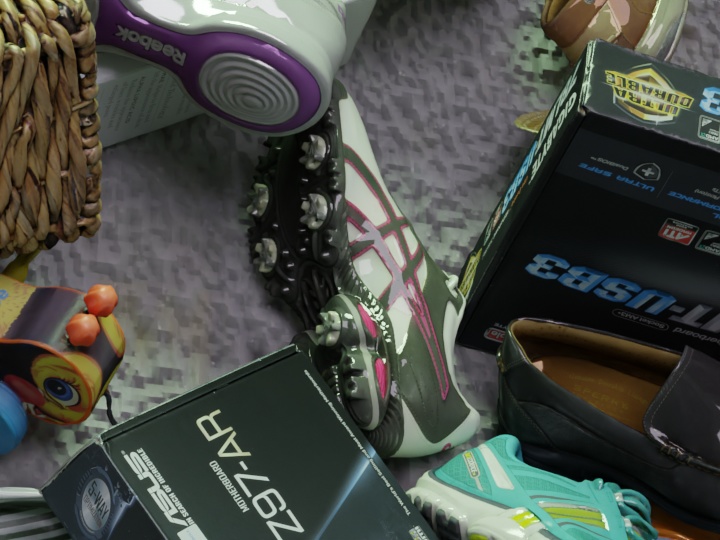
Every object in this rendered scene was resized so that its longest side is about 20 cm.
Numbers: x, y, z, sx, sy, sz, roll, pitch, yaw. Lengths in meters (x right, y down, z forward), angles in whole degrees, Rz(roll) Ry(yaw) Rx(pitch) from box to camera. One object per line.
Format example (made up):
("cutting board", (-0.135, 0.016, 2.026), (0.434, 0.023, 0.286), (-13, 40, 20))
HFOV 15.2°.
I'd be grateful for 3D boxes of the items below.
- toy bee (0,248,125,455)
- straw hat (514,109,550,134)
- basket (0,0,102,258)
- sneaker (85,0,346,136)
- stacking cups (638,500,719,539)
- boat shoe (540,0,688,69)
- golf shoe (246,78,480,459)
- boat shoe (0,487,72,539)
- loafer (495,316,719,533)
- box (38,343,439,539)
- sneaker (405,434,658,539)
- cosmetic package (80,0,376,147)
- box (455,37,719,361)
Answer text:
("toy bee", (-0.147, 0.027, 1.203), (0.198, 0.109, 0.132), (11, 54, -12))
("straw hat", (0.173, -0.035, 1.358), (0.199, 0.201, 0.086), (-4, 100, -20))
("basket", (-0.221, -0.094, 1.190), (0.148, 0.144, 0.200), (-16, 34, -27))
("sneaker", (-0.096, -0.139, 1.271), (0.199, 0.075, 0.100), (31, 42, -5))
("stacking cups", (0.138, 0.156, 1.256), (0.060, 0.061, 0.201), (28, 50, 0))
("boat shoe", (0.142, -0.186, 1.444), (0.072, 0.076, 0.201), (31, 50, -20))
("golf shoe", (0.000, 0.000, 1.302), (0.088, 0.077, 0.201), (8, 61, -33))
("boat shoe", (-0.207, 0.123, 1.147), (0.199, 0.067, 0.074), (-12, 63, -25))
("loafer", (0.151, 0.070, 1.243), (0.199, 0.073, 0.073), (8, 45, 24))
("box", (-0.024, 0.140, 1.160), (0.201, 0.044, 0.160), (54, 32, 10))
("sneaker", (0.102, 0.125, 1.197), (0.079, 0.078, 0.199), (-35, 42, -25))
("cosmetic package", (-0.101, -0.131, 1.340), (0.199, 0.074, 0.102), (-23, 70, -28))
("box", (0.164, -0.007, 1.273), (0.199, 0.199, 0.050), (17, 53, -8))
